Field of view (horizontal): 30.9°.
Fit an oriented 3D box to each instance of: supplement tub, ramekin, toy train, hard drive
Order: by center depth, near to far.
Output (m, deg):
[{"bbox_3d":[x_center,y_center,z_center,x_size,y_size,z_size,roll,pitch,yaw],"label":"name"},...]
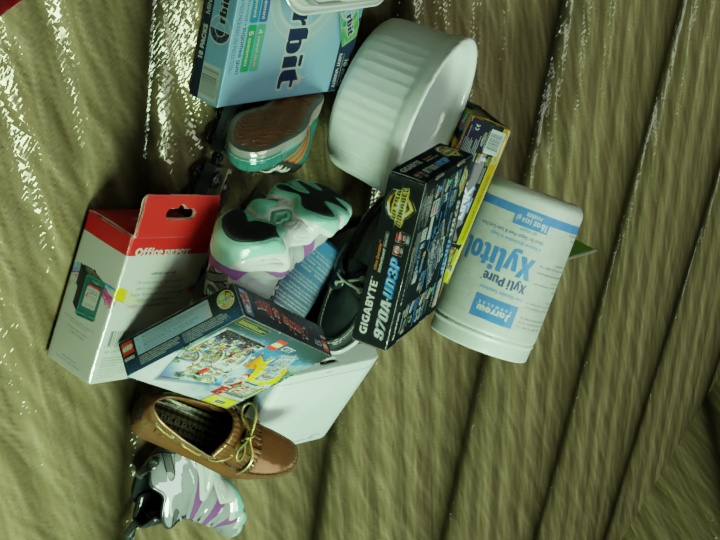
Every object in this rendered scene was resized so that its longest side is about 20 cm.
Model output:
[{"bbox_3d":[-0.158,-0.081,1.351,0.046,0.034,0.201,-9,122,-67],"label":"toy train"},{"bbox_3d":[0.044,-0.183,1.456,0.201,0.097,0.201,-58,164,-27],"label":"ramekin"},{"bbox_3d":[-0.071,0.157,1.563,0.131,0.027,0.200,-10,151,-29],"label":"hard drive"},{"bbox_3d":[0.177,-0.003,1.578,0.132,0.132,0.201,10,101,-58],"label":"supplement tub"}]

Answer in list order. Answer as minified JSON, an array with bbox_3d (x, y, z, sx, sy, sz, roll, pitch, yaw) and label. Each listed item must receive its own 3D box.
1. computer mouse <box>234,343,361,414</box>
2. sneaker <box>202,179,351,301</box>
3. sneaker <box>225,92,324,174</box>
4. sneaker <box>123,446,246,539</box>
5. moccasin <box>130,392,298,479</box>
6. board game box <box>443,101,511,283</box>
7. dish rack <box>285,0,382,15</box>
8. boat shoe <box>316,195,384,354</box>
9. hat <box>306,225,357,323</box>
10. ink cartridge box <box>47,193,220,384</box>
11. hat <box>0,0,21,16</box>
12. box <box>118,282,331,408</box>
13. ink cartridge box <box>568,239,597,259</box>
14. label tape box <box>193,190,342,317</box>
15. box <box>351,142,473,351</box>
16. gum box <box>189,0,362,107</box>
[{"bbox_3d":[-0.077,0.113,1.559,0.140,0.046,0.200,-4,147,-38],"label":"computer mouse"},{"bbox_3d":[-0.097,-0.011,1.356,0.200,0.078,0.140,-22,143,-49],"label":"sneaker"},{"bbox_3d":[-0.086,-0.127,1.330,0.200,0.071,0.080,-53,158,-62],"label":"sneaker"},{"bbox_3d":[-0.217,0.277,1.529,0.140,0.078,0.201,-41,135,-27],"label":"sneaker"},{"bbox_3d":[-0.154,0.181,1.448,0.201,0.078,0.074,30,62,-25],"label":"moccasin"},{"bbox_3d":[0.106,-0.105,1.602,0.056,0.165,0.201,18,103,-14],"label":"board game box"},{"bbox_3d":[-0.012,-0.354,1.265,0.171,0.043,0.201,-21,113,-49],"label":"dish rack"},{"bbox_3d":[0.000,0.000,1.496,0.201,0.075,0.060,-64,155,-19],"label":"boat shoe"},{"bbox_3d":[-0.007,0.039,1.623,0.200,0.081,0.201,-36,141,-36],"label":"hat"},{"bbox_3d":[-0.223,0.005,1.290,0.116,0.067,0.201,-4,118,-56],"label":"ink cartridge box"},{"bbox_3d":[-0.225,-0.312,1.075,0.200,0.175,0.166,-83,174,-51],"label":"hat"},{"bbox_3d":[-0.132,0.081,1.321,0.136,0.038,0.200,-28,156,15],"label":"box"},{"bbox_3d":[0.190,-0.029,1.740,0.148,0.200,0.076,-12,126,-51],"label":"ink cartridge box"},{"bbox_3d":[-0.119,0.030,1.469,0.200,0.066,0.143,-56,150,-4],"label":"label tape box"},{"bbox_3d":[0.059,-0.028,1.444,0.159,0.046,0.201,-35,141,-61],"label":"box"},{"bbox_3d":[-0.074,-0.259,1.312,0.200,0.044,0.171,-18,129,-50],"label":"gum box"}]
